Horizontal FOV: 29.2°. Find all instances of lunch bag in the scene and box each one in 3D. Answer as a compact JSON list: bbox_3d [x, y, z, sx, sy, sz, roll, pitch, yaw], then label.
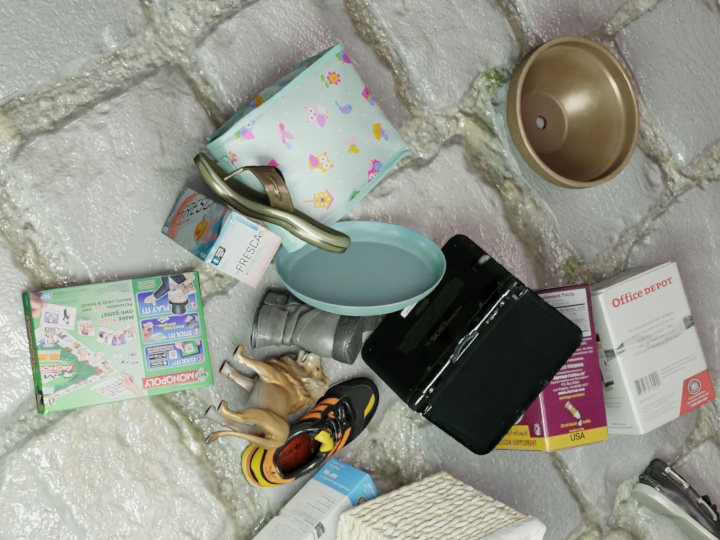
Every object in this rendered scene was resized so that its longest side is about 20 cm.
[{"bbox_3d":[-0.067,-0.139,1.623,0.200,0.122,0.170,-44,106,-27],"label":"lunch bag"}]

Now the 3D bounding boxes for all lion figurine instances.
[{"bbox_3d":[-0.105,0.154,1.567,0.122,0.072,0.200,32,36,-11],"label":"lion figurine"}]

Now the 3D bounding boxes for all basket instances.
[{"bbox_3d":[0.077,0.362,1.570,0.200,0.161,0.198,-14,121,-47],"label":"basket"}]

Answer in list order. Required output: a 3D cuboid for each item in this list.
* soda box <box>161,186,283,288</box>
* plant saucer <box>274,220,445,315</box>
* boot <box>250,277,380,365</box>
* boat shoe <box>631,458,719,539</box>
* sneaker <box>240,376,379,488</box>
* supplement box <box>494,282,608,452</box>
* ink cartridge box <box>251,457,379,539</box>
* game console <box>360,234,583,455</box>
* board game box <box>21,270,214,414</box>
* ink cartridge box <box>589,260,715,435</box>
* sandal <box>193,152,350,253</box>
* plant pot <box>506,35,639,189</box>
[{"bbox_3d":[-0.155,-0.039,1.516,0.068,0.200,0.064,28,89,-24],"label":"soda box"},{"bbox_3d":[0.000,0.000,1.622,0.200,0.200,0.027,-20,126,-29],"label":"plant saucer"},{"bbox_3d":[-0.049,0.041,1.633,0.132,0.200,0.070,10,110,13],"label":"boot"},{"bbox_3d":[0.459,0.333,1.895,0.200,0.074,0.060,37,73,-12],"label":"boat shoe"},{"bbox_3d":[-0.042,0.192,1.619,0.200,0.090,0.070,-33,100,-27],"label":"sneaker"},{"bbox_3d":[0.226,0.124,1.751,0.103,0.131,0.200,-6,87,-29],"label":"supplement box"},{"bbox_3d":[-0.058,0.328,1.588,0.200,0.068,0.116,-43,129,-26],"label":"ink cartridge box"},{"bbox_3d":[0.133,0.090,1.680,0.200,0.176,0.116,-51,142,5],"label":"game console"},{"bbox_3d":[-0.268,0.078,1.542,0.200,0.029,0.135,-7,89,-29],"label":"board game box"},{"bbox_3d":[0.376,0.103,1.863,0.147,0.083,0.200,-20,95,-29],"label":"ink cartridge box"},{"bbox_3d":[-0.094,-0.083,1.527,0.201,0.080,0.057,26,102,-19],"label":"sandal"},{"bbox_3d":[0.264,-0.203,1.829,0.201,0.093,0.201,3,83,-28],"label":"plant pot"}]
